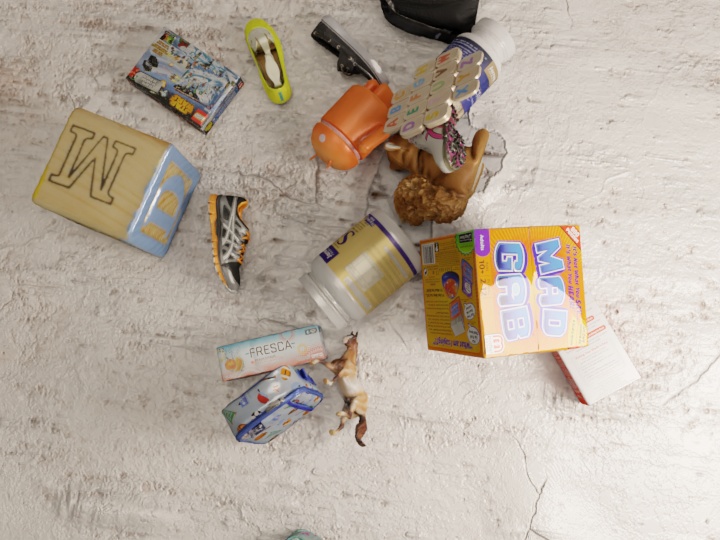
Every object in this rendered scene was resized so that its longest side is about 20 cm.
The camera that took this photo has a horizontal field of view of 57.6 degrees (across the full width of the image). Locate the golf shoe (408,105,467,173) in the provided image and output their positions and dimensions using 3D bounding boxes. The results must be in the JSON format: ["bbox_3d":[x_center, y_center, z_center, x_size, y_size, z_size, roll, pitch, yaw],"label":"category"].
[{"bbox_3d":[0.132,-0.233,1.154,0.092,0.073,0.200,-27,41,23],"label":"golf shoe"}]

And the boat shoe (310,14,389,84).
[{"bbox_3d":[-0.026,-0.429,1.320,0.066,0.070,0.200,-43,81,4],"label":"boat shoe"}]

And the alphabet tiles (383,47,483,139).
[{"bbox_3d":[0.127,-0.319,1.166,0.195,0.015,0.201,-17,44,36],"label":"alphabet tiles"}]

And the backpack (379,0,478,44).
[{"bbox_3d":[0.137,-0.551,1.295,0.199,0.167,0.127,10,63,8],"label":"backpack"}]

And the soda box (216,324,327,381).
[{"bbox_3d":[-0.167,0.157,1.244,0.199,0.064,0.069,-12,81,0],"label":"soda box"}]

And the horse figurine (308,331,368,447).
[{"bbox_3d":[-0.026,0.223,1.211,0.050,0.132,0.201,-21,85,30],"label":"horse figurine"}]

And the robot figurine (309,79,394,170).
[{"bbox_3d":[-0.014,-0.277,1.270,0.144,0.117,0.200,43,86,8],"label":"robot figurine"}]

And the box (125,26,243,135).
[{"bbox_3d":[-0.360,-0.389,1.345,0.200,0.040,0.137,35,84,7],"label":"box"}]

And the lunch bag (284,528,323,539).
[{"bbox_3d":[-0.091,0.578,1.172,0.200,0.077,0.161,36,86,7],"label":"lunch bag"}]

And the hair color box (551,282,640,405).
[{"bbox_3d":[0.412,0.135,1.216,0.111,0.064,0.201,-28,83,0],"label":"hair color box"}]

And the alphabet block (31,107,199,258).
[{"bbox_3d":[-0.453,-0.159,1.242,0.199,0.195,0.197,22,82,5],"label":"alphabet block"}]

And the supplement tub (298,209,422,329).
[{"bbox_3d":[0.000,0.000,1.216,0.200,0.145,0.146,-39,82,-3],"label":"supplement tub"}]

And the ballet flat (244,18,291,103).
[{"bbox_3d":[-0.188,-0.436,1.328,0.067,0.067,0.201,-20,81,1],"label":"ballet flat"}]

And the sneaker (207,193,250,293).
[{"bbox_3d":[-0.250,-0.056,1.275,0.077,0.078,0.201,-7,83,-7],"label":"sneaker"}]

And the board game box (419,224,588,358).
[{"bbox_3d":[0.238,0.034,1.119,0.199,0.200,0.201,-3,89,-20],"label":"board game box"}]

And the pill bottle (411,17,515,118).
[{"bbox_3d":[0.200,-0.386,1.275,0.116,0.116,0.200,42,87,8],"label":"pill bottle"}]

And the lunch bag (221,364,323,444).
[{"bbox_3d":[-0.148,0.238,1.162,0.160,0.200,0.076,-35,73,-2],"label":"lunch bag"}]

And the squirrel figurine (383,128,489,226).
[{"bbox_3d":[0.126,-0.185,1.244,0.186,0.142,0.201,20,81,12],"label":"squirrel figurine"}]
